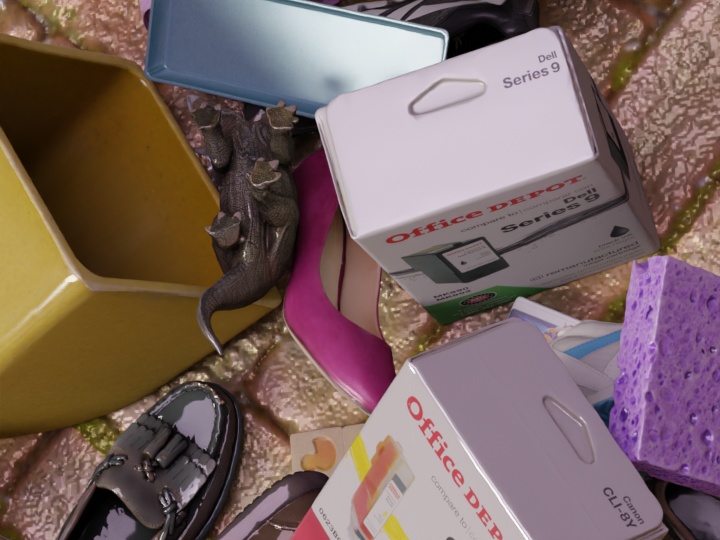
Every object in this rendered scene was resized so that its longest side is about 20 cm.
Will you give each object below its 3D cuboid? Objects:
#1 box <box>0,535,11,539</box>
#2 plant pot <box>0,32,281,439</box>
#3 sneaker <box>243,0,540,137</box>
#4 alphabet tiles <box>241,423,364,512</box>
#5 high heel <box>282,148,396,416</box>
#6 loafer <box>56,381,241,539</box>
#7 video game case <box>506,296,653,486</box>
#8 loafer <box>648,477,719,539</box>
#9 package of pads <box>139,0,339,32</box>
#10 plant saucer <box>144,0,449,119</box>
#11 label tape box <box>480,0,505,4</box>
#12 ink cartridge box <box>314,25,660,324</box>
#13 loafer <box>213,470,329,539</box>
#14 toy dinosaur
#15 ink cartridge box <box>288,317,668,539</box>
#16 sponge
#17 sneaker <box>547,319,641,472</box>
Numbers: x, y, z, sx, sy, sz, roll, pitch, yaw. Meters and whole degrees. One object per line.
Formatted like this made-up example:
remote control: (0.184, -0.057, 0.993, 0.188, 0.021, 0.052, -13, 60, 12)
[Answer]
box: (-0.311, 0.241, 1.611, 0.176, 0.097, 0.200, 10, 77, 19)
plant pot: (-0.210, -0.001, 1.603, 0.200, 0.195, 0.194, -42, 66, 23)
sneaker: (0.022, -0.122, 1.616, 0.200, 0.066, 0.091, -24, 36, 8)
alphabet tiles: (0.028, 0.168, 1.579, 0.200, 0.006, 0.167, -9, 73, 14)
high heel: (0.000, 0.000, 1.576, 0.096, 0.067, 0.200, -41, 47, 11)
loafer: (-0.139, 0.152, 1.594, 0.072, 0.063, 0.200, 31, 85, 20)
video game case: (0.113, 0.131, 1.551, 0.143, 0.018, 0.200, 22, 82, 21)
loafer: (0.235, 0.178, 1.472, 0.200, 0.063, 0.072, 37, 85, 14)
package of pads: (-0.091, -0.249, 1.695, 0.120, 0.076, 0.200, -15, 71, 15)
plant saucer: (-0.037, -0.128, 1.600, 0.200, 0.019, 0.070, 14, 107, 24)
label tape box: (0.047, -0.220, 1.595, 0.144, 0.200, 0.063, -110, 35, -56)
ink cartridge box: (0.075, -0.049, 1.521, 0.146, 0.200, 0.084, -19, 71, 11)
loafer: (-0.079, 0.203, 1.557, 0.200, 0.073, 0.071, -45, 62, 7)
toy dinosaur: (-0.061, -0.035, 1.561, 0.077, 0.102, 0.200, -12, 59, 4)
ink cartridge box: (0.057, 0.142, 1.444, 0.083, 0.200, 0.145, -20, 65, -35)
sponge: (0.220, 0.072, 1.457, 0.030, 0.200, 0.112, -8, 67, 53)
sneaker: (0.108, 0.078, 1.524, 0.200, 0.077, 0.081, -12, 35, 24)
